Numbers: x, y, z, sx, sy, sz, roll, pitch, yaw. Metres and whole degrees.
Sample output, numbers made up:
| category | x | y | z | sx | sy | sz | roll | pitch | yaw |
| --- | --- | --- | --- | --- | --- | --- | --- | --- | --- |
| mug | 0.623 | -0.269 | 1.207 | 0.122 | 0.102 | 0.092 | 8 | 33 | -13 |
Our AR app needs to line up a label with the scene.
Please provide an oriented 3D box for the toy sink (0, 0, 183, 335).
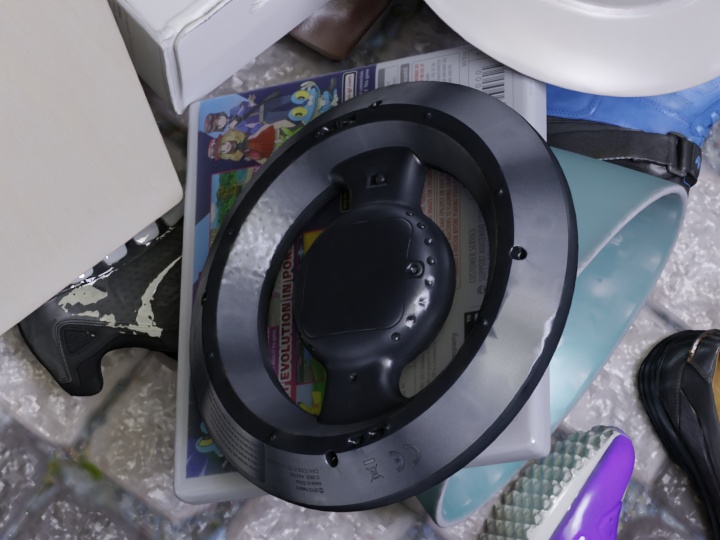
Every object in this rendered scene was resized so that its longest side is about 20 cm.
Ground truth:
| category | x | y | z | sx | sy | sz | roll | pitch | yaw |
| --- | --- | --- | --- | --- | --- | --- | --- | --- | --- |
| toy sink | -0.190 | -0.090 | 1.211 | 0.130 | 0.112 | 0.200 | -39 | 130 | -22 |

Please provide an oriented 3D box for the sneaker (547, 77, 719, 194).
| category | x | y | z | sx | sy | sz | roll | pitch | yaw |
| --- | --- | --- | --- | --- | --- | --- | --- | --- | --- |
| sneaker | 0.173 | -0.082 | 1.353 | 0.199 | 0.077 | 0.112 | -5 | 77 | -9 |

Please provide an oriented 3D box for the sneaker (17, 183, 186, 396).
| category | x | y | z | sx | sy | sz | roll | pitch | yaw |
| --- | --- | --- | --- | --- | --- | --- | --- | --- | --- |
| sneaker | -0.079 | 0.001 | 1.299 | 0.200 | 0.066 | 0.091 | -26 | 91 | -10 |

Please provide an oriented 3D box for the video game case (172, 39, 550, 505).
| category | x | y | z | sx | sy | sz | roll | pitch | yaw |
| --- | --- | --- | --- | --- | --- | --- | --- | --- | --- |
| video game case | 0.000 | 0.000 | 1.201 | 0.182 | 0.023 | 0.201 | -10 | 66 | 25 |

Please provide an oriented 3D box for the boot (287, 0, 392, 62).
| category | x | y | z | sx | sy | sz | roll | pitch | yaw |
| --- | --- | --- | --- | --- | --- | --- | --- | --- | --- |
| boot | 0.042 | -0.162 | 1.345 | 0.186 | 0.064 | 0.200 | 42 | 72 | 10 |

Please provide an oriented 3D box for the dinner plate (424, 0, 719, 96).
| category | x | y | z | sx | sy | sz | roll | pitch | yaw |
| --- | --- | --- | --- | --- | --- | --- | --- | --- | --- |
| dinner plate | 0.106 | -0.168 | 1.228 | 0.199 | 0.024 | 0.201 | 7 | 55 | -11 |

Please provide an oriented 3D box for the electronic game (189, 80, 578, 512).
| category | x | y | z | sx | sy | sz | roll | pitch | yaw |
| --- | --- | --- | --- | --- | --- | --- | --- | --- | --- |
| electronic game | 0.007 | 0.009 | 1.154 | 0.042 | 0.200 | 0.201 | 35 | 72 | -48 |

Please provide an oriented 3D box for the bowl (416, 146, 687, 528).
| category | x | y | z | sx | sy | sz | roll | pitch | yaw |
| --- | --- | --- | --- | --- | --- | --- | --- | --- | --- |
| bowl | 0.059 | 0.013 | 1.274 | 0.105 | 0.201 | 0.201 | 37 | 75 | 15 |

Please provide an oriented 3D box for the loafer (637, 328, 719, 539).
| category | x | y | z | sx | sy | sz | roll | pitch | yaw |
| --- | --- | --- | --- | --- | --- | --- | --- | --- | --- |
| loafer | 0.215 | 0.118 | 1.336 | 0.073 | 0.072 | 0.200 | -37 | 91 | -15 |

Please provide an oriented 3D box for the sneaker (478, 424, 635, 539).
| category | x | y | z | sx | sy | sz | roll | pitch | yaw |
| --- | --- | --- | --- | --- | --- | --- | --- | --- | --- |
| sneaker | 0.100 | 0.178 | 1.311 | 0.099 | 0.070 | 0.201 | 31 | 81 | -13 |

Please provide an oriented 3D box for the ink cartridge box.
| category | x | y | z | sx | sy | sz | roll | pitch | yaw |
| --- | --- | --- | --- | --- | --- | --- | --- | --- | --- |
| ink cartridge box | -0.099 | -0.198 | 1.284 | 0.146 | 0.085 | 0.200 | -39 | 71 | -14 |
